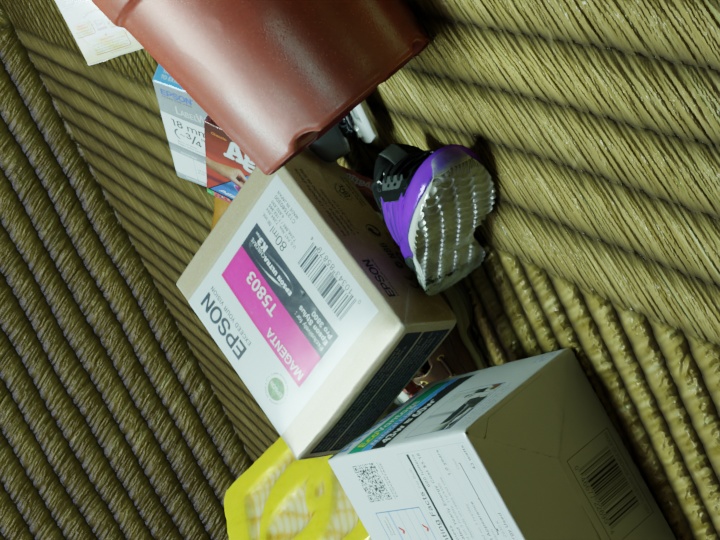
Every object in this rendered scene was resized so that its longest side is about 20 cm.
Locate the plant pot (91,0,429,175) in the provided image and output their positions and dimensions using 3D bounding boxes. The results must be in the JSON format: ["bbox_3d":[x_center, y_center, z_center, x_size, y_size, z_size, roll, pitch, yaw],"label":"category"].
[{"bbox_3d":[-0.067,-0.186,1.294,0.196,0.200,0.201,51,169,-3],"label":"plant pot"}]

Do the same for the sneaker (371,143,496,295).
[{"bbox_3d":[0.044,-0.057,1.407,0.100,0.069,0.200,57,168,18],"label":"sneaker"}]

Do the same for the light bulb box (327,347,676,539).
[{"bbox_3d":[0.110,0.186,1.456,0.199,0.124,0.199,-18,103,57],"label":"light bulb box"}]

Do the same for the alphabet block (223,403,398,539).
[{"bbox_3d":[0.014,0.253,1.736,0.199,0.195,0.197,27,-151,-31],"label":"alphabet block"}]

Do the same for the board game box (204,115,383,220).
[{"bbox_3d":[-0.043,-0.063,1.616,0.199,0.020,0.103,25,147,14],"label":"board game box"}]

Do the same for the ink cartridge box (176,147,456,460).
[{"bbox_3d":[-0.039,0.025,1.529,0.200,0.075,0.165,52,122,25],"label":"ink cartridge box"}]

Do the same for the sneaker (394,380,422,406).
[{"bbox_3d":[0.003,0.058,1.707,0.082,0.078,0.200,-21,120,46],"label":"sneaker"}]

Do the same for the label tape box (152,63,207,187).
[{"bbox_3d":[-0.102,-0.143,1.639,0.143,0.064,0.201,21,149,20],"label":"label tape box"}]

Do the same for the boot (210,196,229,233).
[{"bbox_3d":[-0.071,-0.018,1.977,0.071,0.199,0.146,-18,-64,-66],"label":"boot"}]

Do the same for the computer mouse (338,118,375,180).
[{"bbox_3d":[0.000,-0.086,1.609,0.059,0.034,0.201,44,161,54],"label":"computer mouse"}]

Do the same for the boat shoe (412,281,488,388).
[{"bbox_3d":[0.064,0.067,1.643,0.072,0.067,0.201,49,165,39],"label":"boat shoe"}]

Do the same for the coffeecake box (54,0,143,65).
[{"bbox_3d":[-0.240,-0.318,1.746,0.201,0.073,0.154,64,-151,-24],"label":"coffeecake box"}]

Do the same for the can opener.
[{"bbox_3d":[-0.045,-0.177,1.485,0.201,0.067,0.053,62,167,-26],"label":"can opener"}]
